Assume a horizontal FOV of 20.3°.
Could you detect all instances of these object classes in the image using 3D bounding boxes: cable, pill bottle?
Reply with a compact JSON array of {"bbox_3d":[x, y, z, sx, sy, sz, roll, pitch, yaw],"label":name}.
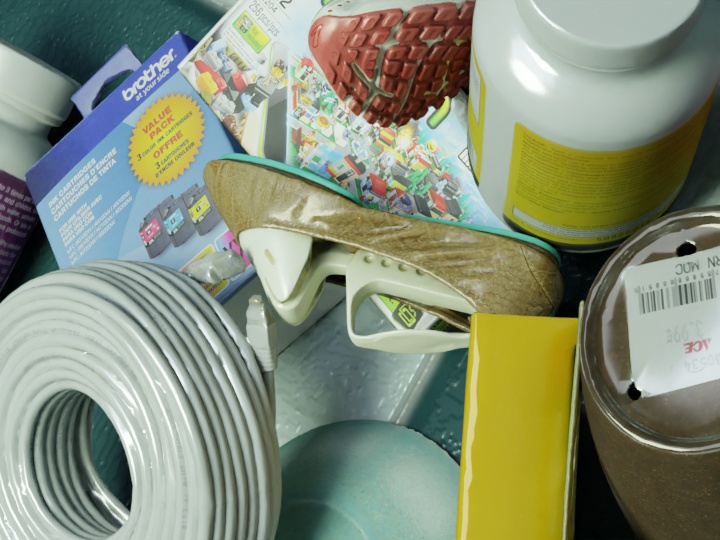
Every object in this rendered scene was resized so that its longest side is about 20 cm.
[{"bbox_3d":[-0.123,0.095,1.021,0.199,0.069,0.202,-5,94,41],"label":"cable"},{"bbox_3d":[0.104,-0.092,0.900,0.111,0.200,0.113,0,70,1],"label":"pill bottle"},{"bbox_3d":[-0.251,-0.044,1.220,0.112,0.112,0.201,31,94,39],"label":"pill bottle"}]

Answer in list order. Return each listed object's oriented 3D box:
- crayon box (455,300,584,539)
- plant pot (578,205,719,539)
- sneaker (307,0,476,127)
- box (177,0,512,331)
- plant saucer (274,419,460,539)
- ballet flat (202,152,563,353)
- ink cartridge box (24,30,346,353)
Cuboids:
[{"bbox_3d":[0.069,0.096,0.875,0.050,0.200,0.128,4,73,5],"label":"crayon box"},{"bbox_3d":[0.165,0.052,0.802,0.185,0.200,0.189,-11,66,26],"label":"plant pot"},{"bbox_3d":[0.032,-0.129,0.982,0.082,0.199,0.078,44,123,15],"label":"sneaker"},{"bbox_3d":[0.006,-0.071,1.044,0.110,0.035,0.200,-45,73,14],"label":"box"},{"bbox_3d":[-0.022,0.170,1.018,0.200,0.039,0.203,-14,65,33],"label":"plant saucer"},{"bbox_3d":[0.000,0.000,0.984,0.198,0.068,0.073,18,69,16],"label":"ballet flat"},{"bbox_3d":[-0.104,-0.035,1.132,0.136,0.076,0.201,-40,53,19],"label":"ink cartridge box"}]
